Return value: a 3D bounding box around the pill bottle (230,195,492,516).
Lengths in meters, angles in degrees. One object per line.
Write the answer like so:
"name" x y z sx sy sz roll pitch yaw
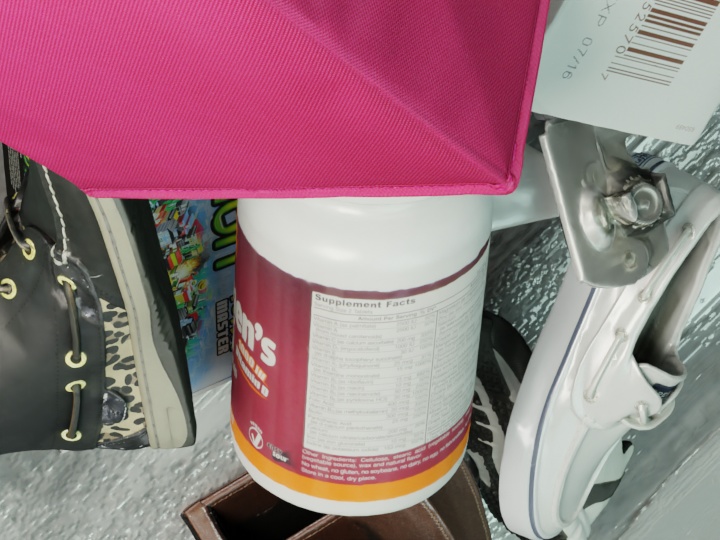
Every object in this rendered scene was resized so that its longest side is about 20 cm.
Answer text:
"pill bottle" 0.000 0.000 1.171 0.109 0.110 0.200 -20 134 -27

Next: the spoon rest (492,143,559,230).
"spoon rest" 0.045 -0.050 1.256 0.200 0.061 0.100 -9 130 -37

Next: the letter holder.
"letter holder" 0.018 0.171 1.391 0.142 0.101 0.200 -32 140 -7

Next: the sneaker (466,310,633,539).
"sneaker" 0.088 0.071 1.410 0.080 0.074 0.200 -53 147 -17

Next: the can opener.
"can opener" 0.088 -0.087 1.216 0.053 0.067 0.201 -20 98 -27

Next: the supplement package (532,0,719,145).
"supplement package" 0.064 -0.156 1.063 0.117 0.200 0.117 8 119 -45

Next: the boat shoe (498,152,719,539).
"boat shoe" 0.124 0.046 1.309 0.074 0.065 0.201 -14 124 -57

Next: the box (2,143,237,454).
"box" -0.097 -0.020 1.179 0.110 0.035 0.200 -23 137 -24

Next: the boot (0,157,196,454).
"boot" -0.156 0.009 1.093 0.153 0.074 0.204 -12 131 1

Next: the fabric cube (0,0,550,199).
"fabric cube" -0.058 -0.150 0.910 0.199 0.196 0.201 31 64 -51
